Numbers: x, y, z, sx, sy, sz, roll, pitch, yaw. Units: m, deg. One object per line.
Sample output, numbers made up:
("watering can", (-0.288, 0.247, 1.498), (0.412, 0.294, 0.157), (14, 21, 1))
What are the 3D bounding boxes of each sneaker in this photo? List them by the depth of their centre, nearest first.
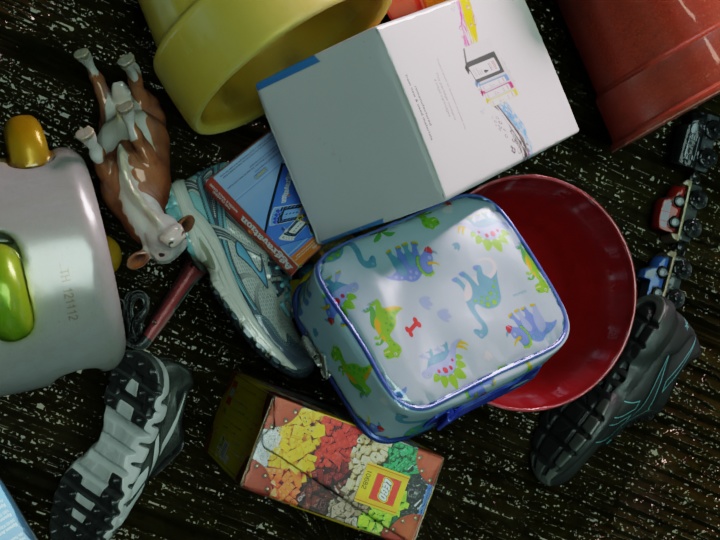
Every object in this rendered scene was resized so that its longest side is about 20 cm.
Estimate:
("sneaker", (-0.087, -0.005, 1.435), (0.086, 0.078, 0.201), (-34, 79, -4))
("sneaker", (-0.191, 0.157, 1.453), (0.066, 0.090, 0.201), (31, 105, 26))
("sneaker", (0.235, 0.120, 1.569), (0.079, 0.075, 0.200), (38, 92, -32))

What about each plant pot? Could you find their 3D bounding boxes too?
("plant pot", (-0.105, -0.245, 1.428), (0.200, 0.201, 0.189), (-32, 83, -13))
("plant pot", (0.261, -0.237, 1.531), (0.200, 0.201, 0.196), (-29, 88, -14))

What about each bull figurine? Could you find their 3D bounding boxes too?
("bull figurine", (-0.184, -0.094, 1.396), (0.065, 0.200, 0.122), (-19, 130, -1))

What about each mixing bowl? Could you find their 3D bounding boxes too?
("mixing bowl", (0.131, 0.020, 1.524), (0.199, 0.108, 0.202), (0, 89, -14))

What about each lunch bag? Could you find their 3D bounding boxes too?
("lunch bag", (0.056, 0.040, 1.366), (0.199, 0.083, 0.161), (-23, 72, -34))

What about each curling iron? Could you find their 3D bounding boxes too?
("curling iron", (-0.147, -0.013, 1.490), (0.050, 0.026, 0.200), (43, 79, -13))

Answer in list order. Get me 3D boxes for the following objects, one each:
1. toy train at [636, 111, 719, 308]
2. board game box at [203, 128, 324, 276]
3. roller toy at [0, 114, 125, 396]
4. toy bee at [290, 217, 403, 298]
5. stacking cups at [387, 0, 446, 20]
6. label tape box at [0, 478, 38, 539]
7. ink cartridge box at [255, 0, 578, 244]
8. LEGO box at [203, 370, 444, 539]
("toy train", (0.292, -0.051, 1.608), (0.046, 0.034, 0.201), (15, 85, -11))
("board game box", (-0.036, -0.085, 1.465), (0.103, 0.019, 0.200), (45, 47, 2))
("roller toy", (-0.259, -0.002, 1.378), (0.139, 0.183, 0.201), (-13, 53, -12))
("toy bee", (0.000, 0.000, 1.489), (0.199, 0.109, 0.131), (34, 79, -13))
("stacking cups", (0.111, -0.245, 1.486), (0.060, 0.199, 0.061), (24, 61, -52))
("label tape box", (-0.310, 0.287, 1.423), (0.143, 0.066, 0.201), (-31, 100, -13))
("ink cartridge box", (0.049, -0.132, 1.422), (0.200, 0.147, 0.145), (-27, 96, -47))
("LEGO box", (-0.035, 0.151, 1.428), (0.148, 0.200, 0.078), (21, 88, -14))
